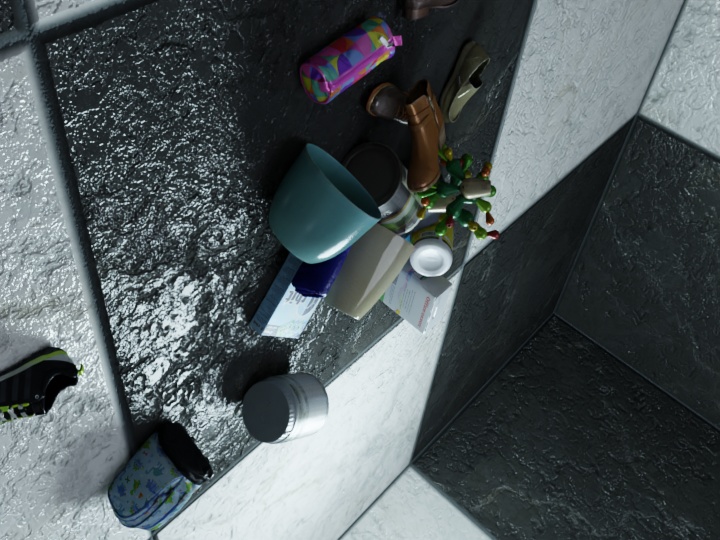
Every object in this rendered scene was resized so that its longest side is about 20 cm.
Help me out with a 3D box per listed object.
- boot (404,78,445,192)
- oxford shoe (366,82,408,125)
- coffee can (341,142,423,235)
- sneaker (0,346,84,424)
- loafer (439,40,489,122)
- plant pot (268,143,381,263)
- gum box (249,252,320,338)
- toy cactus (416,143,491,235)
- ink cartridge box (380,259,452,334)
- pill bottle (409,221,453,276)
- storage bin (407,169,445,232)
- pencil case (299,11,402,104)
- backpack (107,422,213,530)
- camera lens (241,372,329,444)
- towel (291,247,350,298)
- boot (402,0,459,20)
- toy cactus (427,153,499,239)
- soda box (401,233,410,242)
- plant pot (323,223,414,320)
[{"bbox_3d":[0.120,-0.276,1.541,0.156,0.072,0.203,65,33,-46],"label":"boot"},{"bbox_3d":[0.082,-0.345,1.586,0.198,0.072,0.072,-13,133,-56],"label":"oxford shoe"},{"bbox_3d":[0.050,-0.175,1.657,0.148,0.145,0.200,-54,156,1],"label":"coffee can"},{"bbox_3d":[-0.520,0.195,1.156,0.199,0.082,0.073,-40,152,-29],"label":"sneaker"},{"bbox_3d":[0.245,-0.436,1.777,0.075,0.067,0.203,-25,142,-47],"label":"loafer"},{"bbox_3d":[-0.082,-0.114,1.448,0.161,0.202,0.200,-45,158,16],"label":"plant pot"},{"bbox_3d":[-0.147,0.055,1.710,0.203,0.044,0.169,-59,156,7],"label":"gum box"},{"bbox_3d":[0.200,-0.183,1.625,0.102,0.161,0.205,48,43,-71],"label":"toy cactus"},{"bbox_3d":[0.138,0.050,2.039,0.083,0.199,0.147,-31,148,-38],"label":"ink cartridge box"},{"bbox_3d":[0.189,-0.088,1.979,0.202,0.110,0.114,-79,-177,-51],"label":"pill bottle"},{"bbox_3d":[0.150,-0.191,1.860,0.132,0.148,0.200,-27,157,7],"label":"storage bin"},{"bbox_3d":[-0.019,-0.380,1.347,0.199,0.088,0.089,-42,153,-25],"label":"pencil case"},{"bbox_3d":[-0.431,0.446,1.578,0.202,0.163,0.153,-53,148,14],"label":"backpack"},{"bbox_3d":[-0.182,0.341,1.870,0.162,0.159,0.199,-59,155,12],"label":"camera lens"},{"bbox_3d":[-0.069,-0.041,1.567,0.203,0.049,0.147,-64,-159,-13],"label":"towel"},{"bbox_3d":[0.148,-0.596,1.414,0.186,0.064,0.203,-41,148,-34],"label":"boot"},{"bbox_3d":[0.231,-0.161,1.698,0.161,0.205,0.102,-11,179,0],"label":"toy cactus"},{"bbox_3d":[0.045,-0.023,1.939,0.200,0.064,0.068,-47,155,-16],"label":"soda box"},{"bbox_3d":[0.000,0.000,1.691,0.204,0.184,0.187,-65,156,-4],"label":"plant pot"}]
